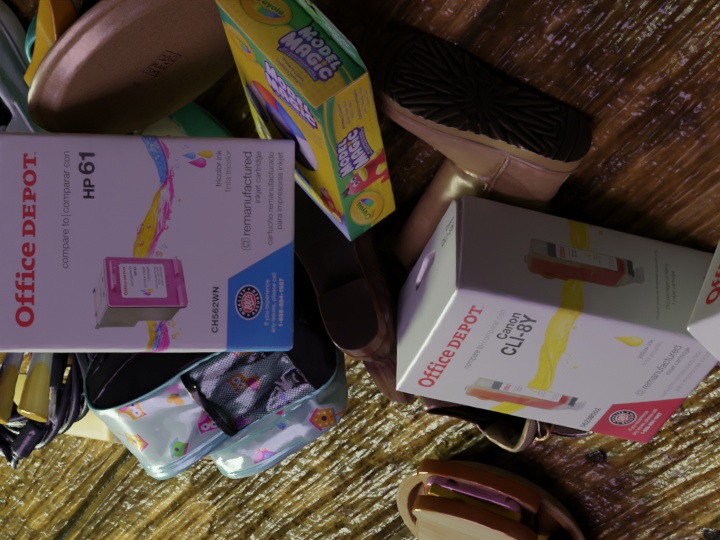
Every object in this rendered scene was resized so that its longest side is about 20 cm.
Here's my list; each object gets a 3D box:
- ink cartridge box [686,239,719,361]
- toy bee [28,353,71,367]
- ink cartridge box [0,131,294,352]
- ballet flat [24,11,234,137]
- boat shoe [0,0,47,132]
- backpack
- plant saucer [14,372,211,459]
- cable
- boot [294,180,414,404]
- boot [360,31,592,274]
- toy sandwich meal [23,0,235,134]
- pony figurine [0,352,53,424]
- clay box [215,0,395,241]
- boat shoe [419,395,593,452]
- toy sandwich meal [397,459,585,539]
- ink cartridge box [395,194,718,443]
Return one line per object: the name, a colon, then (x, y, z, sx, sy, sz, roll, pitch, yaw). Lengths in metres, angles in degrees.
ink cartridge box: (0.309, -0.018, 1.042, 0.084, 0.145, 0.200, 42, 142, -16)
toy bee: (-0.182, 0.043, 1.499, 0.200, 0.109, 0.131, 5, -167, -19)
ink cartridge box: (-0.149, -0.017, 1.166, 0.200, 0.145, 0.085, 0, 180, -12)
ballet flat: (-0.171, -0.115, 1.279, 0.200, 0.070, 0.067, 42, 128, -4)
boat shoe: (-0.269, -0.110, 1.333, 0.070, 0.071, 0.201, -12, 110, 46)
backpack: (-0.111, 0.072, 1.361, 0.200, 0.176, 0.153, -25, 121, 12)
plant saucer: (-0.201, 0.134, 1.554, 0.200, 0.049, 0.200, 17, 170, -40)
cable: (-0.296, 0.055, 1.461, 0.163, 0.051, 0.200, -49, 58, 27)
boot: (0.000, 0.000, 1.337, 0.064, 0.187, 0.200, -13, 164, 11)
boot: (0.056, -0.061, 1.229, 0.175, 0.066, 0.200, 28, 146, 1)
toy sandwich meal: (-0.150, -0.169, 1.164, 0.070, 0.205, 0.205, 56, 148, 15)
pony figurine: (-0.242, 0.010, 1.281, 0.166, 0.200, 0.193, 25, 164, -22)
clay box: (-0.036, -0.116, 1.162, 0.115, 0.048, 0.200, 48, 168, 27)
boat shoe: (0.117, 0.108, 1.343, 0.072, 0.072, 0.200, -25, 145, 36)
toy sandwich meal: (0.113, 0.245, 1.557, 0.205, 0.070, 0.205, 18, 144, 14)
ink cartridge box: (0.138, 0.038, 1.226, 0.200, 0.084, 0.145, 13, 144, -11)
